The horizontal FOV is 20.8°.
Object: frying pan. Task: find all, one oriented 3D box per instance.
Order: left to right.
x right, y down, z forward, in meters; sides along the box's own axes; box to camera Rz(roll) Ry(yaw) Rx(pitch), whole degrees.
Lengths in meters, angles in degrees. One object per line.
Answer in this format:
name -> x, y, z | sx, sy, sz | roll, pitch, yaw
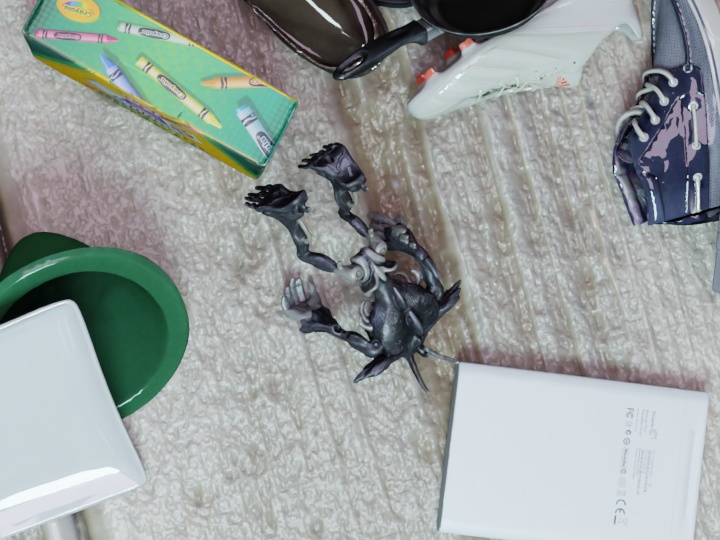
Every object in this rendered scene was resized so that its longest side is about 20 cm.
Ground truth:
frying pan -> 0.075, -0.188, 1.470 | 0.115, 0.031, 0.190 | 20, 62, 27

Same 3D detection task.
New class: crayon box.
crayon box -> -0.148, -0.143, 1.459 | 0.199, 0.119, 0.058 | 29, 86, -4

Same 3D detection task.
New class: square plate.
square plate -> -0.275, 0.119, 1.435 | 0.197, 0.028, 0.201 | -20, 131, -5

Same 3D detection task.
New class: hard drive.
hard drive -> 0.165, 0.148, 1.528 | 0.199, 0.027, 0.133 | 7, 88, -6

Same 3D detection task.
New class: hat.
hat -> -0.240, -0.002, 1.494 | 0.165, 0.176, 0.200 | -32, 133, 0

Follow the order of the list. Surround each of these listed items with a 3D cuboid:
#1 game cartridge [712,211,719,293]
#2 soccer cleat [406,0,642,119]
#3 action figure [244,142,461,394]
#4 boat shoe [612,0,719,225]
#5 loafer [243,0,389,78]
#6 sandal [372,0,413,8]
game cartridge -> 0.318, -0.075, 1.505 | 0.038, 0.130, 0.201 | 6, 88, 29
soccer cleat -> 0.129, -0.163, 1.515 | 0.200, 0.069, 0.078 | -33, 95, -9
action figure -> 0.000, 0.000, 1.483 | 0.119, 0.102, 0.200 | -39, 119, -14
boat shoe -> 0.236, -0.128, 1.511 | 0.092, 0.075, 0.201 | -15, 94, -17
loafer -> -0.064, -0.218, 1.487 | 0.200, 0.071, 0.073 | 40, 102, 0
sandal -> -0.005, -0.294, 1.515 | 0.076, 0.043, 0.201 | -25, 91, -6
